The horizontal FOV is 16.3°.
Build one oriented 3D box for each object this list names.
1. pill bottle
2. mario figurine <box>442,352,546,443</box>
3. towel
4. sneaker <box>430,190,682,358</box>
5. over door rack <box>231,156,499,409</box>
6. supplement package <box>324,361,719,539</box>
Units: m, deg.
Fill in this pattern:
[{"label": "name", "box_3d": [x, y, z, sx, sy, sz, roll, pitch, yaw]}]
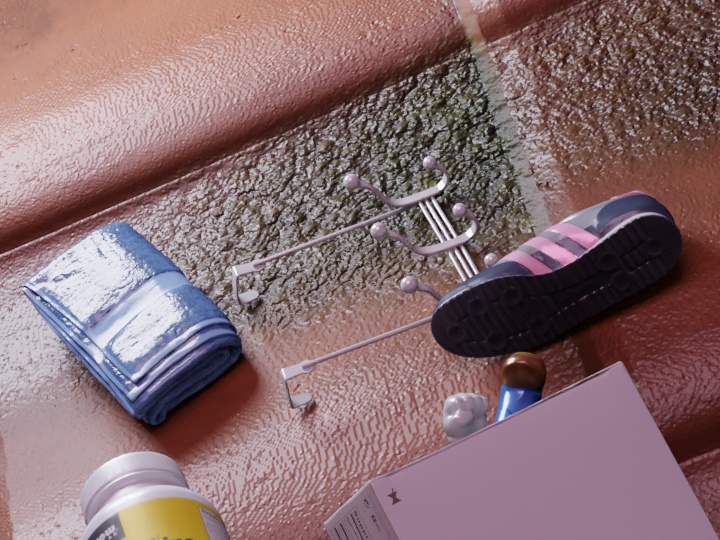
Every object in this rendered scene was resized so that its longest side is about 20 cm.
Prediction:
[{"label": "pill bottle", "box_3d": [-0.140, 0.226, 1.790, 0.112, 0.112, 0.200, -28, 44, 1]}, {"label": "mario figurine", "box_3d": [0.117, 0.147, 1.736, 0.123, 0.106, 0.200, 1, 50, 26]}, {"label": "towel", "box_3d": [-0.185, 0.037, 2.033, 0.112, 0.049, 0.200, -38, 44, -10]}, {"label": "sneaker", "box_3d": [0.145, 0.002, 1.895, 0.199, 0.070, 0.082, -22, 25, 5]}, {"label": "over door rack", "box_3d": [0.000, 0.000, 1.958, 0.200, 0.067, 0.148, -29, 43, 0]}, {"label": "supplement package", "box_3d": [0.108, 0.178, 1.617, 0.200, 0.111, 0.156, -23, 78, -23]}]
